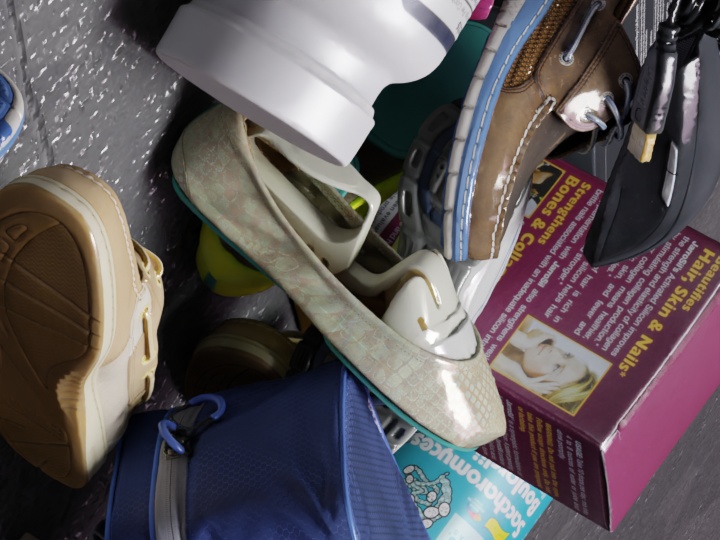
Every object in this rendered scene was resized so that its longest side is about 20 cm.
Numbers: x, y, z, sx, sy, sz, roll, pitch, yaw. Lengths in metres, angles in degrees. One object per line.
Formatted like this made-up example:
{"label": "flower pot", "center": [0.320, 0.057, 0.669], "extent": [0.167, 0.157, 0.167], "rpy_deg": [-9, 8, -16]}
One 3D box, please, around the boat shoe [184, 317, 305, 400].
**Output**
{"label": "boat shoe", "center": [-0.035, 0.061, 1.326], "extent": [0.200, 0.072, 0.065], "rpy_deg": [60, 49, -63]}

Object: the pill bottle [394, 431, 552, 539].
{"label": "pill bottle", "center": [0.044, 0.134, 1.516], "extent": [0.200, 0.111, 0.111], "rpy_deg": [-53, 157, -17]}

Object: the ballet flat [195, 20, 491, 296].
{"label": "ballet flat", "center": [-0.009, -0.053, 1.262], "extent": [0.200, 0.067, 0.067], "rpy_deg": [-42, 173, -31]}

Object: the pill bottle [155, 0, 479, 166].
{"label": "pill bottle", "center": [0.006, -0.150, 1.088], "extent": [0.200, 0.116, 0.116], "rpy_deg": [-58, 157, -4]}

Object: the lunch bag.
{"label": "lunch bag", "center": [-0.043, 0.143, 1.167], "extent": [0.136, 0.132, 0.200], "rpy_deg": [-87, 158, -60]}

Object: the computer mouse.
{"label": "computer mouse", "center": [0.142, -0.065, 1.141], "extent": [0.140, 0.046, 0.200], "rpy_deg": [-57, 168, -57]}

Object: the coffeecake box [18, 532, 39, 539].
{"label": "coffeecake box", "center": [-0.188, 0.247, 1.219], "extent": [0.200, 0.073, 0.154], "rpy_deg": [-46, 154, -29]}

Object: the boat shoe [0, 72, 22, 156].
{"label": "boat shoe", "center": [-0.201, -0.007, 0.886], "extent": [0.200, 0.072, 0.072], "rpy_deg": [-34, 153, -28]}

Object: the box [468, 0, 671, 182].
{"label": "box", "center": [0.119, -0.122, 1.386], "extent": [0.200, 0.079, 0.141], "rpy_deg": [82, 31, -56]}

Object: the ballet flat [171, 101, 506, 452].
{"label": "ballet flat", "center": [0.000, 0.000, 1.155], "extent": [0.062, 0.200, 0.067], "rpy_deg": [-45, -174, 32]}

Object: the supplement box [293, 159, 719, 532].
{"label": "supplement box", "center": [0.080, 0.018, 1.338], "extent": [0.131, 0.200, 0.103], "rpy_deg": [-50, 156, -20]}

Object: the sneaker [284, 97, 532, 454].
{"label": "sneaker", "center": [0.033, 0.016, 1.246], "extent": [0.200, 0.075, 0.087], "rpy_deg": [-59, 163, 1]}

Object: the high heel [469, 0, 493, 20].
{"label": "high heel", "center": [0.069, -0.168, 1.223], "extent": [0.200, 0.096, 0.067], "rpy_deg": [-28, 142, -51]}

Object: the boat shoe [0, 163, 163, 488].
{"label": "boat shoe", "center": [-0.118, 0.012, 1.093], "extent": [0.069, 0.074, 0.200], "rpy_deg": [-49, 164, -31]}

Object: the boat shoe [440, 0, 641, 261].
{"label": "boat shoe", "center": [0.092, -0.090, 1.175], "extent": [0.072, 0.072, 0.200], "rpy_deg": [88, 21, -74]}
